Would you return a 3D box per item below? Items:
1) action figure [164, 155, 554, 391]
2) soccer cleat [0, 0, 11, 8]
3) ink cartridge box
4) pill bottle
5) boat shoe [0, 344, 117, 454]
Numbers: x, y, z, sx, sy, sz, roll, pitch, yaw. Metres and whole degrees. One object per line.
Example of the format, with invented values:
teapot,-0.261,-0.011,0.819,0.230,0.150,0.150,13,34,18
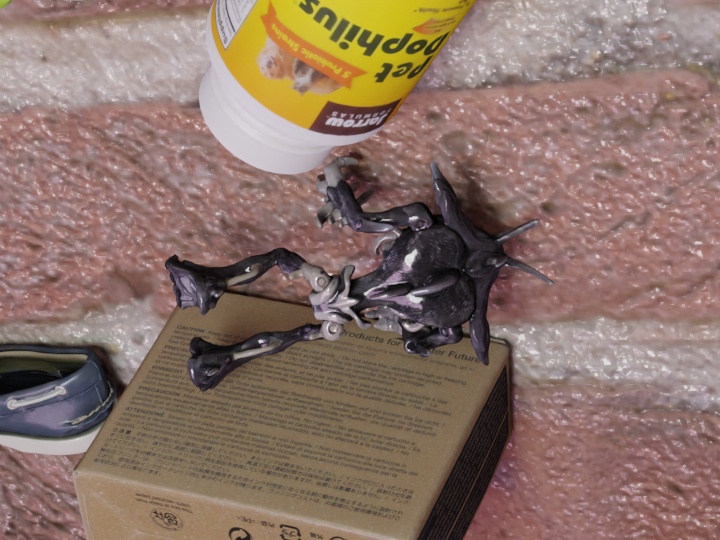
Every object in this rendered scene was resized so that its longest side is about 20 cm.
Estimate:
action figure,0.000,0.000,1.559,0.200,0.102,0.119,-13,114,4
soccer cleat,-0.231,-0.228,1.520,0.081,0.068,0.200,10,132,43
ink cartridge box,-0.034,0.100,1.607,0.200,0.165,0.075,10,132,21
pill bottle,-0.006,-0.137,1.438,0.109,0.109,0.200,34,134,-2
boat shoe,-0.243,0.071,1.754,0.200,0.075,0.062,5,130,22
